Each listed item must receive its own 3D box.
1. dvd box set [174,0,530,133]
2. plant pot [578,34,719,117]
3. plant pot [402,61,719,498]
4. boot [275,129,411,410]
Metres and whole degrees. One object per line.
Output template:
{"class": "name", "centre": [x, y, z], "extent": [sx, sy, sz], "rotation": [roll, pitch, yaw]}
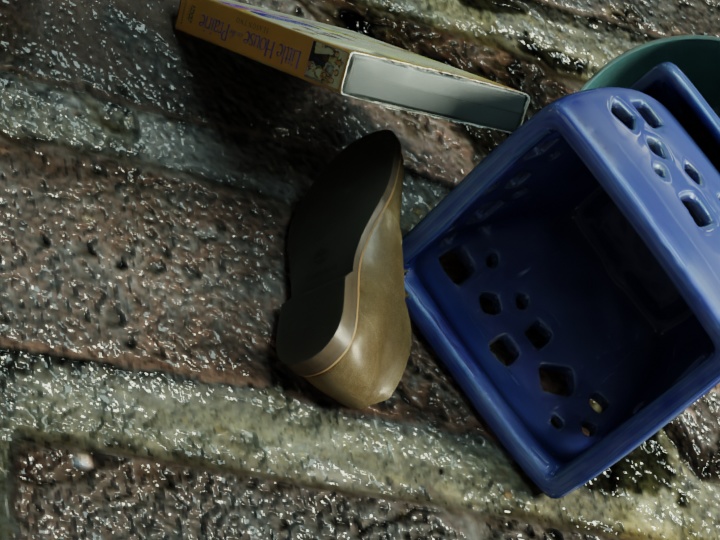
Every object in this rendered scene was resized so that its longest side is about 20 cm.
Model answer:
{"class": "dvd box set", "centre": [-0.007, -0.133, 1.703], "extent": [0.146, 0.030, 0.200], "rotation": [10, 10, -38]}
{"class": "plant pot", "centre": [0.242, -0.067, 1.885], "extent": [0.200, 0.200, 0.135], "rotation": [53, 15, 4]}
{"class": "plant pot", "centre": [0.166, -0.005, 1.732], "extent": [0.200, 0.200, 0.180], "rotation": [52, 40, 5]}
{"class": "boot", "centre": [0.000, 0.000, 1.689], "extent": [0.075, 0.073, 0.201], "rotation": [43, 44, -33]}
